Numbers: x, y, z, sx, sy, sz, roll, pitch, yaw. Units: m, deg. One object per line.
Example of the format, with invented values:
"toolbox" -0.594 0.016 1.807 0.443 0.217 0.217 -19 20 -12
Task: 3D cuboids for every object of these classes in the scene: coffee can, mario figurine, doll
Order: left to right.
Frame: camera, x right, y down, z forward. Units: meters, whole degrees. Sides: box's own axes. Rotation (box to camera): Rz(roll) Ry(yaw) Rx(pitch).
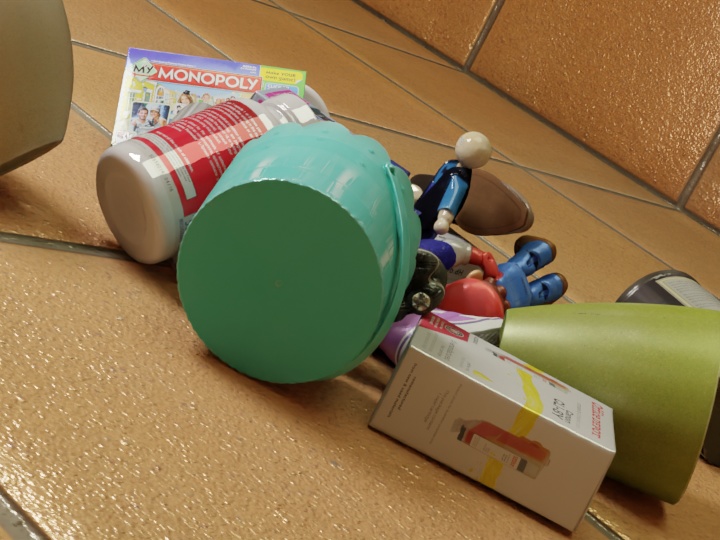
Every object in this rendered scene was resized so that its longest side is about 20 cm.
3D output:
"doll" 0.077 -0.061 1.873 0.048 0.201 0.137 35 11 -10
"mario figurine" 0.134 0.025 1.889 0.123 0.106 0.199 45 39 19
"coffee can" 0.385 0.108 1.975 0.145 0.148 0.200 18 16 -33

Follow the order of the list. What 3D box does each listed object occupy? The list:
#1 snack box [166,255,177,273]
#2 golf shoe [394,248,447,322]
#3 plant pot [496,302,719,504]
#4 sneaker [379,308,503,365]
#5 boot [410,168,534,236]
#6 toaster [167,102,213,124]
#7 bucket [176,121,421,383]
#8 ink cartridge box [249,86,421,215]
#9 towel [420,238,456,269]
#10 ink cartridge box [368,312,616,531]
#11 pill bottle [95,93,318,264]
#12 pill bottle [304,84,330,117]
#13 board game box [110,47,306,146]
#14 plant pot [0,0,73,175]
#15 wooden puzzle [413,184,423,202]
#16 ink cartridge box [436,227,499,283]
"snack box" -0.084 -0.028 1.638 0.198 0.025 0.072 -12 32 -23
"golf shoe" -0.018 0.015 1.590 0.197 0.078 0.088 -1 9 7
"plant pot" 0.224 0.105 1.659 0.198 0.189 0.187 15 13 3
"sneaker" 0.082 0.058 1.736 0.199 0.073 0.114 13 17 -47
"boot" 0.153 -0.071 2.000 0.199 0.071 0.145 23 4 42
"toaster" -0.130 -0.081 1.747 0.199 0.114 0.129 31 17 2
"bucket" -0.052 -0.011 1.462 0.206 0.209 0.135 28 24 1
"ink cartridge box" -0.021 -0.119 1.792 0.199 0.042 0.119 37 14 5
"towel" 0.000 0.000 1.742 0.146 0.050 0.200 1 6 23
"ink cartridge box" 0.120 0.128 1.523 0.198 0.084 0.145 28 13 2
"pill bottle" -0.133 -0.091 1.597 0.199 0.113 0.112 -26 46 -32
"pill bottle" -0.115 -0.169 2.032 0.113 0.115 0.200 22 0 -21
"board game box" -0.162 -0.168 1.878 0.197 0.029 0.136 7 58 -3
"plant pot" -0.331 -0.155 1.527 0.136 0.199 0.200 64 16 -1
"wooden puzzle" -0.041 -0.081 1.907 0.183 0.038 0.200 2 9 17
"ink cartridge box" 0.083 -0.011 1.990 0.115 0.068 0.200 13 20 -49
